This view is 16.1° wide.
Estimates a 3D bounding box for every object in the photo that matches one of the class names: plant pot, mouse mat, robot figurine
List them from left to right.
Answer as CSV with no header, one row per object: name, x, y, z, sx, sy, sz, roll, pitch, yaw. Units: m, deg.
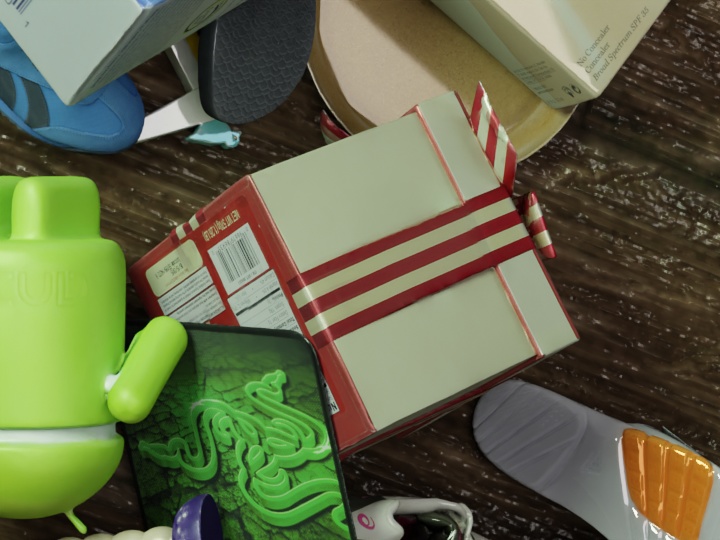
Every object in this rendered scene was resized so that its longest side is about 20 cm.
robot figurine,-0.190,0.048,1.435,0.174,0.116,0.202,1,92,23
mouse mat,-0.076,0.107,1.451,0.007,0.199,0.162,-22,106,-40
plant pot,0.053,-0.158,1.596,0.198,0.027,0.202,1,88,-17

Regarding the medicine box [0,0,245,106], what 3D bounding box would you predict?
medicine box,-0.132,-0.221,1.394,0.183,0.103,0.200,51,46,2

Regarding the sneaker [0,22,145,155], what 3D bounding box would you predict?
sneaker,-0.184,-0.134,1.448,0.200,0.078,0.066,42,53,-33

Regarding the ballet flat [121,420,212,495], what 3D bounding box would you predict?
ballet flat,-0.065,0.135,1.525,0.068,0.068,0.200,-44,100,-12

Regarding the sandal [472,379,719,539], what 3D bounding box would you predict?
sandal,0.166,0.125,1.573,0.206,0.059,0.080,32,106,24

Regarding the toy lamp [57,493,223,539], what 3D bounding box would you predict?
toy lamp,-0.180,0.167,1.462,0.198,0.058,0.059,-8,90,12

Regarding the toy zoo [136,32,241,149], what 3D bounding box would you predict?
toy zoo,-0.122,-0.165,1.546,0.131,0.020,0.201,-29,96,-16

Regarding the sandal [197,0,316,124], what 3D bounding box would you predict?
sandal,-0.063,-0.186,1.532,0.076,0.043,0.202,10,86,-40

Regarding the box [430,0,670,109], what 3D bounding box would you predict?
box,0.084,-0.199,1.553,0.200,0.078,0.095,39,78,-12

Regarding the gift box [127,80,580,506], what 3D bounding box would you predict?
gift box,0.000,0.000,1.467,0.186,0.184,0.201,-21,87,-37

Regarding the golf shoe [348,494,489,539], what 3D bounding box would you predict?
golf shoe,0.044,0.177,1.513,0.199,0.088,0.078,16,58,-47
